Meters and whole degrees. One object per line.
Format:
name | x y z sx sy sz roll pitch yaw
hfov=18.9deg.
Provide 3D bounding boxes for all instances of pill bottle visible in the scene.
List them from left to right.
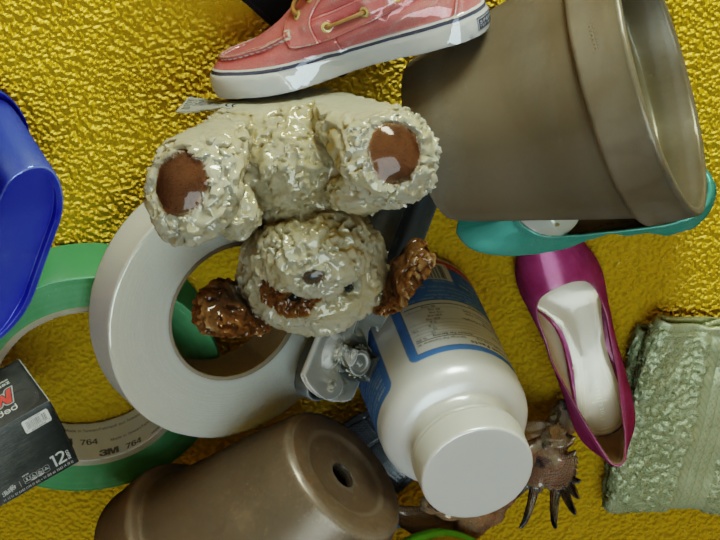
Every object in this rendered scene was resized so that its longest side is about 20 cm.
pill bottle | 0.058 0.087 1.586 0.112 0.200 0.112 -8 126 -10

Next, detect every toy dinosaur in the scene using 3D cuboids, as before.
toy dinosaur | 0.099 0.169 1.682 0.200 0.086 0.136 -33 142 -9

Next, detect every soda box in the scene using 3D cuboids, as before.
soda box | -0.308 0.148 1.541 0.200 0.071 0.063 -30 127 -15

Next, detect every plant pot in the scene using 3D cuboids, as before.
plant pot | -0.068 0.199 1.591 0.200 0.200 0.175 32 121 -29
plant pot | 0.128 -0.112 1.489 0.173 0.200 0.200 -15 128 18

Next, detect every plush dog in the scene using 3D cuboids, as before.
plush dog | -0.042 -0.034 1.484 0.200 0.161 0.172 -10 111 -2

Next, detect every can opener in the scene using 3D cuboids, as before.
can opener | 0.000 0.000 1.572 0.053 0.067 0.200 27 80 -37

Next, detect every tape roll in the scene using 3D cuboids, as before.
tape roll | -0.206 0.074 1.617 0.200 0.048 0.201 -6 125 -8
tape roll | -0.098 0.024 1.567 0.203 0.037 0.203 -12 115 -27

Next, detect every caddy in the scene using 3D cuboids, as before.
caddy | -0.294 -0.036 1.491 0.141 0.105 0.200 -1 127 -39

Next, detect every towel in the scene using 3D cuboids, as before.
towel | 0.277 0.120 1.761 0.148 0.037 0.200 2 124 -12

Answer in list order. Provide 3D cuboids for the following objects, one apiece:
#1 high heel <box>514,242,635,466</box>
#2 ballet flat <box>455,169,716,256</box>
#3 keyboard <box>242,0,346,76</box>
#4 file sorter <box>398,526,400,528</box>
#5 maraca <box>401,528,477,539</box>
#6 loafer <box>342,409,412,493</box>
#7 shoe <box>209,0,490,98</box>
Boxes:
high heel | 0.168 0.056 1.655 0.067 0.096 0.200 -15 126 -1
ballet flat | 0.170 -0.055 1.591 0.200 0.067 0.070 -7 166 -12
keyboard | -0.036 -0.225 1.464 0.127 0.021 0.200 -36 125 21
file sorter | 0.023 0.330 1.790 0.122 0.139 0.200 -15 126 -5
maraca | 0.047 0.294 1.630 0.137 0.107 0.200 16 86 -27
loafer | -0.014 0.167 1.727 0.200 0.063 0.072 -44 92 13
shoe | -0.018 -0.181 1.451 0.200 0.071 0.091 -13 109 18
